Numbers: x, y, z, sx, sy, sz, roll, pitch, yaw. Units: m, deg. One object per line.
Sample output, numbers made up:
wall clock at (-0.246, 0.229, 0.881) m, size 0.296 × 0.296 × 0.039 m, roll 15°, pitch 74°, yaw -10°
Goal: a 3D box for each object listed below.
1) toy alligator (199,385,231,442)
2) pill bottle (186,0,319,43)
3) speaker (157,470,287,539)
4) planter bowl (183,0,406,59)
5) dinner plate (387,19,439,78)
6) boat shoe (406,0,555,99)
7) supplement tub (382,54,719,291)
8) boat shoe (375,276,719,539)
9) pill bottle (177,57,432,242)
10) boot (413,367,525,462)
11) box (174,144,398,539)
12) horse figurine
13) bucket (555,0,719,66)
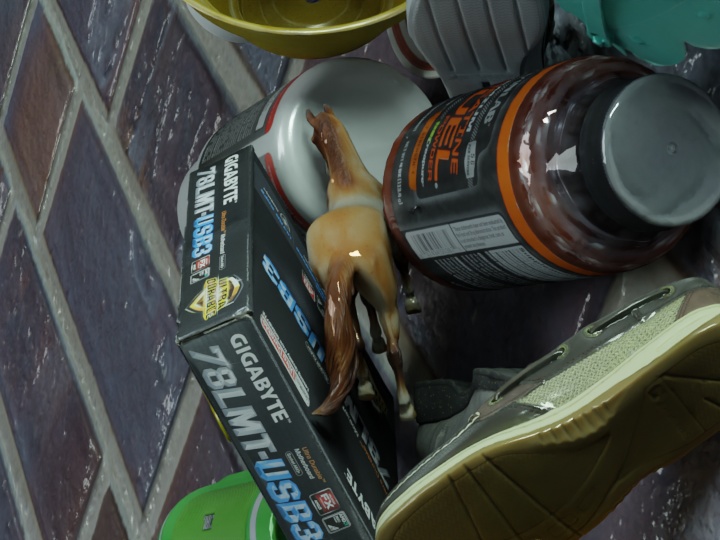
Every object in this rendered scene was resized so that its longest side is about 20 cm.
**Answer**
toy alligator at (-0.080, 0.076, 1.413) m, size 0.054 × 0.059 × 0.200 m, roll 65°, pitch 175°, yaw -34°
pill bottle at (-0.057, -0.238, 1.381) m, size 0.200 × 0.112 × 0.112 m, roll 134°, pitch 138°, yaw -60°
speaker at (-0.063, 0.173, 1.302) m, size 0.200 × 0.088 × 0.088 m, roll 156°, pitch 119°, yaw -62°
planter bowl at (-0.030, -0.189, 1.219) m, size 0.083 × 0.200 × 0.200 m, roll 87°, pitch 174°, yaw -54°
dinner plate at (0.066, -0.213, 1.221) m, size 0.200 × 0.024 × 0.200 m, roll -30°, pitch 57°, yaw 60°
boat shoe at (0.064, -0.140, 1.058) m, size 0.200 × 0.072 × 0.071 m, roll 72°, pitch -159°, yaw -69°
supplement tub at (0.097, -0.047, 1.000) m, size 0.200 × 0.107 × 0.107 m, roll -11°, pitch 72°, yaw 64°
boat shoe at (0.093, 0.074, 0.930) m, size 0.200 × 0.073 × 0.065 m, roll -30°, pitch 30°, yaw 5°
pill bottle at (-0.038, -0.056, 1.284) m, size 0.200 × 0.116 × 0.116 m, roll 159°, pitch 117°, yaw -62°
boot at (0.077, 0.120, 1.049) m, size 0.200 × 0.070 × 0.132 m, roll 151°, pitch 124°, yaw -74°
box at (-0.037, 0.059, 1.127) m, size 0.199 × 0.050 × 0.200 m, roll -95°, pitch -20°, yaw -63°
horse figurine at (0.000, 0.000, 1.100) m, size 0.200 × 0.050 × 0.133 m, roll -78°, pitch -25°, yaw -64°
bucket at (0.125, -0.209, 0.902) m, size 0.207 × 0.135 × 0.207 m, roll -39°, pitch 38°, yaw 40°
